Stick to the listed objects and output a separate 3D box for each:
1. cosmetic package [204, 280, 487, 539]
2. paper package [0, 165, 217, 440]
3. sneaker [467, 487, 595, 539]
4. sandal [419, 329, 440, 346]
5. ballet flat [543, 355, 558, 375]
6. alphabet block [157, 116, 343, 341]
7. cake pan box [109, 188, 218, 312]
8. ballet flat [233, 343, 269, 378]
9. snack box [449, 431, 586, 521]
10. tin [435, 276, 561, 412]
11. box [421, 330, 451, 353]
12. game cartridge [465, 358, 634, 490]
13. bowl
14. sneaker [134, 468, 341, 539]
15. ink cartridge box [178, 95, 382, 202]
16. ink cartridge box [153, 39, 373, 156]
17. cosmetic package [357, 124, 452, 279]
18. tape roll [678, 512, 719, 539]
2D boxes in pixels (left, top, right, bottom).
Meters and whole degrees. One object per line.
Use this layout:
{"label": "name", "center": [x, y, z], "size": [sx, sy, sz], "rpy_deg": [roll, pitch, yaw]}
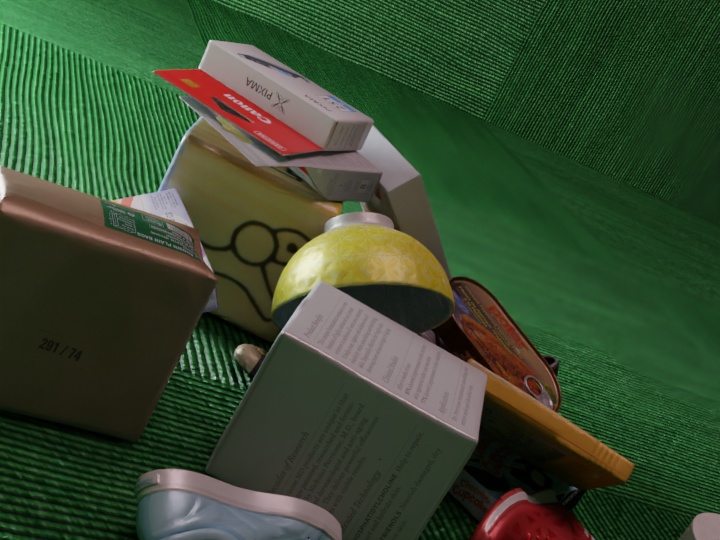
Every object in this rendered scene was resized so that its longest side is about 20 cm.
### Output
{"label": "cosmetic package", "center": [-0.006, 0.144, 1.047], "size": [0.199, 0.167, 0.167], "rpy_deg": [30, 19, 2]}
{"label": "paper package", "center": [-0.255, 0.030, 0.955], "size": [0.199, 0.191, 0.104], "rpy_deg": [19, 21, -27]}
{"label": "sneaker", "center": [0.190, 0.282, 1.107], "size": [0.115, 0.079, 0.200], "rpy_deg": [37, 22, 27]}
{"label": "sandal", "center": [0.056, 0.057, 1.325], "size": [0.082, 0.055, 0.200], "rpy_deg": [23, 18, -51]}
{"label": "ballet flat", "center": [0.167, 0.121, 1.466], "size": [0.199, 0.057, 0.067], "rpy_deg": [11, 28, -13]}
{"label": "alphabet block", "center": [-0.144, -0.063, 1.344], "size": [0.199, 0.196, 0.197], "rpy_deg": [27, 21, -7]}
{"label": "cake pan box", "center": [-0.256, -0.005, 1.135], "size": [0.183, 0.052, 0.200], "rpy_deg": [-13, 35, -13]}
{"label": "ballet flat", "center": [-0.045, 0.124, 1.210], "size": [0.199, 0.057, 0.067], "rpy_deg": [25, 18, -9]}
{"label": "snack box", "center": [0.167, 0.233, 1.257], "size": [0.116, 0.037, 0.200], "rpy_deg": [41, 23, 32]}
{"label": "tin", "center": [0.160, 0.097, 1.308], "size": [0.200, 0.042, 0.112], "rpy_deg": [53, 38, 8]}
{"label": "box", "center": [0.096, 0.094, 1.398], "size": [0.158, 0.048, 0.200], "rpy_deg": [-18, 48, -33]}
{"label": "game cartridge", "center": [0.179, 0.173, 1.186], "size": [0.200, 0.032, 0.176], "rpy_deg": [34, -14, 4]}
{"label": "bowl", "center": [0.000, 0.000, 1.208], "size": [0.200, 0.200, 0.108], "rpy_deg": [13, 64, -37]}
{"label": "sneaker", "center": [-0.098, 0.226, 0.893], "size": [0.199, 0.074, 0.082], "rpy_deg": [22, 49, -33]}
{"label": "ink cartridge box", "center": [-0.095, -0.138, 1.261], "size": [0.200, 0.047, 0.160], "rpy_deg": [-3, 36, -47]}
{"label": "ink cartridge box", "center": [-0.107, -0.201, 1.263], "size": [0.200, 0.045, 0.176], "rpy_deg": [34, 22, 20]}
{"label": "cosmetic package", "center": [0.046, -0.073, 1.396], "size": [0.151, 0.052, 0.200], "rpy_deg": [49, -15, 47]}
{"label": "tape roll", "center": [0.445, 0.368, 1.248], "size": [0.202, 0.071, 0.203], "rpy_deg": [25, 20, -9]}
